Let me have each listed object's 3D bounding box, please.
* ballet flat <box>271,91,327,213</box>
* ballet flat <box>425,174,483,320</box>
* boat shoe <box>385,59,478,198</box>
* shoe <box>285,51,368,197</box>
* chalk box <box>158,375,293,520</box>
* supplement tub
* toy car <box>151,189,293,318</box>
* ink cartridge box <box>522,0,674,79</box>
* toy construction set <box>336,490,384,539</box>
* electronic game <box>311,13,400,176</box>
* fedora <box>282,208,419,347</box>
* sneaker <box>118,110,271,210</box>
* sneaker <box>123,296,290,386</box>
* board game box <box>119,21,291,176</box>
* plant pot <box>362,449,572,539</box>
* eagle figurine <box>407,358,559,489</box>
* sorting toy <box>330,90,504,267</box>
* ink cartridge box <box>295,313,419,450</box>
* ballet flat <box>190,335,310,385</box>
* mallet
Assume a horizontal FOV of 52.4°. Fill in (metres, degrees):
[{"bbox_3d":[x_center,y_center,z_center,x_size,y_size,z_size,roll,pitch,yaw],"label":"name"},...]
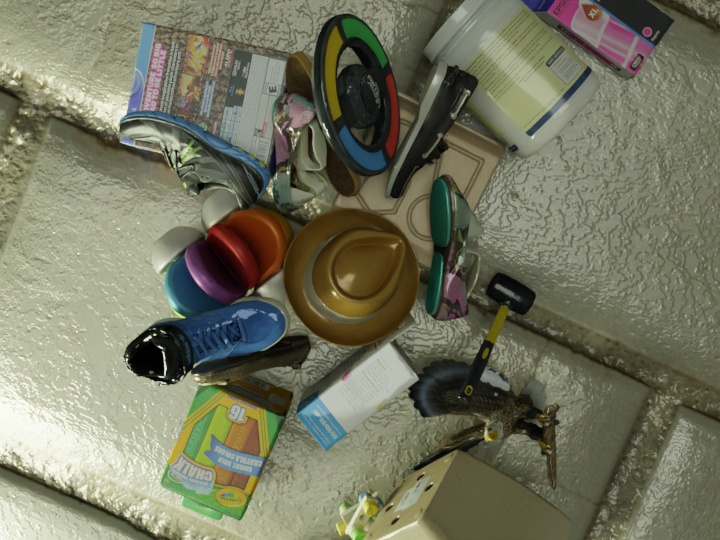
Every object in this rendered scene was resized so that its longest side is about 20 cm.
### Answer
[{"bbox_3d":[-0.077,-0.139,0.959,0.071,0.200,0.069,26,51,18],"label":"ballet flat"},{"bbox_3d":[0.130,-0.030,0.993,0.071,0.069,0.200,-2,103,-17],"label":"ballet flat"},{"bbox_3d":[0.088,-0.172,0.950,0.060,0.074,0.200,20,121,-6],"label":"boat shoe"},{"bbox_3d":[-0.039,-0.195,0.959,0.053,0.070,0.200,-40,120,-30],"label":"shoe"},{"bbox_3d":[-0.190,0.252,1.012,0.125,0.124,0.200,22,94,-1],"label":"chalk box"},{"bbox_3d":[0.196,-0.264,0.966,0.200,0.145,0.145,43,93,-3],"label":"supplement tub"},{"bbox_3d":[-0.181,-0.005,0.980,0.200,0.150,0.175,-38,94,2],"label":"toy car"},{"bbox_3d":[0.324,-0.362,1.016,0.200,0.037,0.095,35,93,-1],"label":"ink cartridge box"},{"bbox_3d":[-0.030,0.404,1.040,0.200,0.092,0.131,-34,118,10],"label":"toy construction set"},{"bbox_3d":[0.000,-0.217,0.912,0.042,0.200,0.200,-6,95,29],"label":"electronic game"},{"bbox_3d":[0.000,0.000,0.956,0.200,0.082,0.201,6,74,-20],"label":"fedora"},{"bbox_3d":[-0.212,-0.138,0.912,0.199,0.071,0.083,26,88,-5],"label":"sneaker"},{"bbox_3d":[-0.189,0.088,0.883,0.200,0.111,0.077,-8,105,14],"label":"sneaker"},{"bbox_3d":[-0.200,-0.226,0.990,0.200,0.097,0.160,12,94,-1],"label":"board game box"},{"bbox_3d":[0.121,0.358,0.951,0.177,0.200,0.200,47,130,-1],"label":"plant pot"},{"bbox_3d":[0.171,0.209,1.013,0.200,0.151,0.152,2,65,19],"label":"eagle figurine"},{"bbox_3d":[0.079,-0.126,1.034,0.185,0.036,0.200,26,98,-2],"label":"sorting toy"},{"bbox_3d":[0.012,0.148,1.009,0.200,0.115,0.068,-38,94,3],"label":"ink cartridge box"},{"bbox_3d":[-0.141,0.128,0.984,0.067,0.200,0.046,2,99,38],"label":"ballet flat"},{"bbox_3d":[0.171,0.088,1.004,0.066,0.041,0.200,36,63,3],"label":"mallet"}]
